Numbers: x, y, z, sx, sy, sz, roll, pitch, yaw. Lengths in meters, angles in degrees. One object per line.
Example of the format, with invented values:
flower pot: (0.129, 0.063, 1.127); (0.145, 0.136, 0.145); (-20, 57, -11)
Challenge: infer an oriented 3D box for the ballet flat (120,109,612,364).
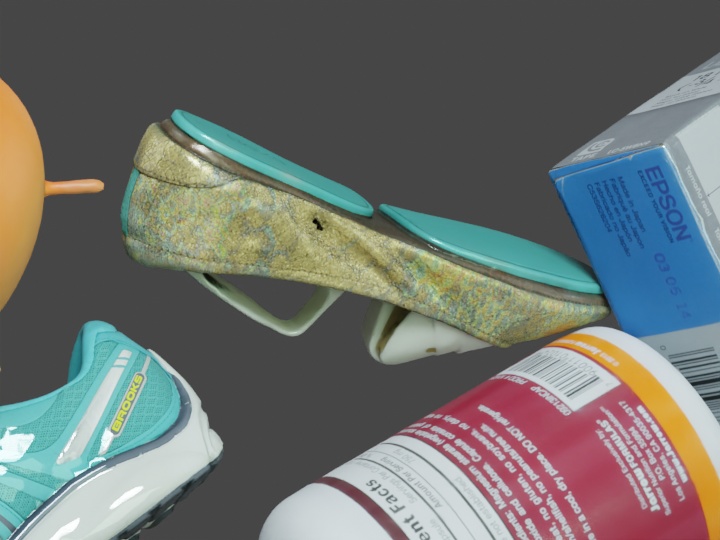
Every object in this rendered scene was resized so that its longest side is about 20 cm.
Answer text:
ballet flat: (0.000, 0.000, 0.844); (0.200, 0.071, 0.071); (19, 79, -24)

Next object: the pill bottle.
pill bottle: (0.036, 0.112, 0.823); (0.200, 0.113, 0.113); (-28, 100, -23)

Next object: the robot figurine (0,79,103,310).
robot figurine: (-0.190, -0.035, 0.722); (0.200, 0.117, 0.144); (25, 62, -21)

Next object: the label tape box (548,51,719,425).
label tape box: (0.181, -0.022, 0.895); (0.200, 0.063, 0.144); (-35, 103, -40)

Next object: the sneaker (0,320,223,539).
sneaker: (-0.143, 0.092, 0.773); (0.200, 0.078, 0.080); (-35, 83, -28)
